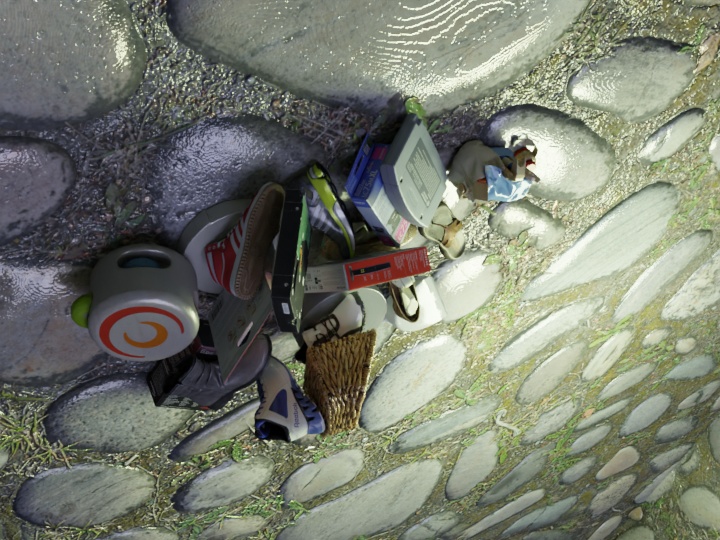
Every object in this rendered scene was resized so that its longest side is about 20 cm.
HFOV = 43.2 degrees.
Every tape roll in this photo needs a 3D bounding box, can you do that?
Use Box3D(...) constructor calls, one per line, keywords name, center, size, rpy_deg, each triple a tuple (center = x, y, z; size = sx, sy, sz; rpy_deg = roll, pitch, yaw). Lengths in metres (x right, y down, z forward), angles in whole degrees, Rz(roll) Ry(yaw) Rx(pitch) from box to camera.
Box3D(name="tape roll", center=(-0.225, -0.041, 1.616), size=(0.202, 0.037, 0.203), rpy_deg=(-19, 142, -15))
Box3D(name="tape roll", center=(-0.049, 0.085, 1.855), size=(0.200, 0.066, 0.200), rpy_deg=(-19, 142, -15))

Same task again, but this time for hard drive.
Box3D(name="hard drive", center=(-0.113, -0.015, 1.502), size=(0.038, 0.200, 0.140), rpy_deg=(4, 154, 4))

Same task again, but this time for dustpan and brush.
Box3D(name="dustpan and brush", center=(0.078, 0.095, 1.973), size=(0.200, 0.057, 0.140), rpy_deg=(-33, 132, -7))

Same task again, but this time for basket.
Box3D(name="basket", center=(-0.019, 0.227, 1.754), size=(0.149, 0.143, 0.200), rpy_deg=(-15, 150, -16))

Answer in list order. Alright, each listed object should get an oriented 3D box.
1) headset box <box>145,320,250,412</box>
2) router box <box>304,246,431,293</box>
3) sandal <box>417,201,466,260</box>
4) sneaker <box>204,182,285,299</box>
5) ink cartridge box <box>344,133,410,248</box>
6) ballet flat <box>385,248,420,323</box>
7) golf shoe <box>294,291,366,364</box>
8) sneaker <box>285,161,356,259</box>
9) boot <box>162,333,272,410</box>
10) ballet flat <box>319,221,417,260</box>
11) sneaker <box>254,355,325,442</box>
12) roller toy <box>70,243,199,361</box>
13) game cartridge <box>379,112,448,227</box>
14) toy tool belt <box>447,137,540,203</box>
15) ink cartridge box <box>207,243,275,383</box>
Box3D(name="headset box", center=(-0.302, 0.183, 1.786), size=(0.148, 0.075, 0.200), rpy_deg=(14, 125, -43))
Box3D(name="router box", center=(0.000, 0.000, 1.679), size=(0.179, 0.049, 0.200), rpy_deg=(-12, -177, -30))
Box3D(name="sandal", center=(0.176, -0.072, 1.817), size=(0.082, 0.055, 0.200), rpy_deg=(-54, 144, -10))
Box3D(name="sneaker", center=(-0.198, -0.059, 1.542), size=(0.071, 0.112, 0.200), rpy_deg=(18, 91, -42))
Box3D(name="ink cartridge box", center=(0.043, -0.140, 1.630), size=(0.200, 0.042, 0.119), rpy_deg=(50, 57, -50))
Box3D(name="ballet flat", center=(0.085, 0.032, 1.846), size=(0.068, 0.072, 0.200), rpy_deg=(-26, 129, -14))
Box3D(name="golf shoe", center=(-0.059, 0.122, 1.774), size=(0.094, 0.078, 0.200), rpy_deg=(2, 131, -36))
Box3D(name="sneaker", center=(-0.066, -0.098, 1.621), size=(0.081, 0.074, 0.200), rpy_deg=(-21, 122, 8))
Box3D(name="boot", center=(-0.266, 0.181, 1.695), size=(0.200, 0.070, 0.132), rpy_deg=(-48, 135, 14))
Box3D(name="ballet flat", center=(0.019, -0.069, 1.722), size=(0.200, 0.071, 0.065), rpy_deg=(-18, 146, -18))
Box3D(name="sneaker", center=(-0.168, 0.254, 1.734), size=(0.115, 0.199, 0.081), rpy_deg=(-26, 144, -29))
Box3D(name="roller toy", center=(-0.363, 0.052, 1.535), size=(0.182, 0.140, 0.200), rpy_deg=(-30, 136, 20))
Box3D(name="game cartridge", center=(0.097, -0.170, 1.632), size=(0.133, 0.041, 0.200), rpy_deg=(-59, 147, -18))
Box3D(name="toy tool belt", center=(0.273, -0.174, 1.731), size=(0.200, 0.123, 0.125), rpy_deg=(-7, 137, -28))
Box3D(name="ink cartridge box", center=(-0.196, 0.073, 1.590), size=(0.043, 0.174, 0.200), rpy_deg=(14, 125, -33))
